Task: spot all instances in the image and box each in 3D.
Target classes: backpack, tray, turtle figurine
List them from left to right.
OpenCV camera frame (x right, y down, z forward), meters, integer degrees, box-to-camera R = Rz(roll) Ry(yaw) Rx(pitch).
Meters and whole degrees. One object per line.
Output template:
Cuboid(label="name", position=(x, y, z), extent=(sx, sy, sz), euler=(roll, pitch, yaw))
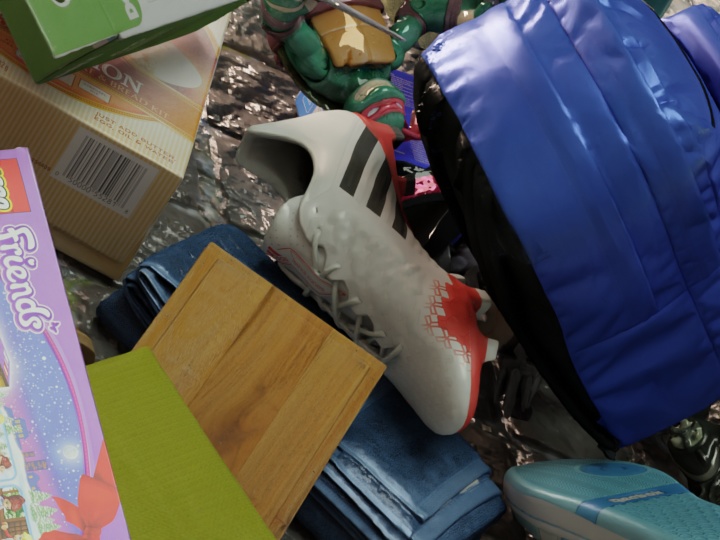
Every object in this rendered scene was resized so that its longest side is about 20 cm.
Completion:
Cuboid(label="tray", position=(-0.072, 0.082, 1.251), extent=(0.098, 0.037, 0.200), euler=(35, 46, -2))
Cuboid(label="turtle figurine", position=(-0.008, -0.137, 1.520), extent=(0.149, 0.101, 0.200), euler=(-2, 56, -46))
Cuboid(label="backpack", position=(0.120, -0.049, 1.373), extent=(0.200, 0.168, 0.163), euler=(54, 3, -48))

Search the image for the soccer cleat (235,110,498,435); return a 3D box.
Cuboid(label="soccer cleat", position=(0.000, 0.000, 1.374), extent=(0.085, 0.069, 0.200), euler=(0, 46, -25))

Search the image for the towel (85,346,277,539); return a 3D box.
Cuboid(label="towel", position=(-0.066, 0.122, 1.189), extent=(0.086, 0.018, 0.200), euler=(-17, 65, -44))

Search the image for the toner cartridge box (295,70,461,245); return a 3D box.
Cuboid(label="toner cartridge box", position=(0.065, -0.051, 1.616), extent=(0.199, 0.043, 0.095), euler=(18, 34, -29))

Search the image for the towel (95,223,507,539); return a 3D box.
Cuboid(label="towel", position=(-0.022, 0.060, 1.369), extent=(0.200, 0.049, 0.112), euler=(43, 30, 11))

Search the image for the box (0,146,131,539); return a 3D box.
Cuboid(label="box", position=(-0.176, 0.050, 1.148), extent=(0.136, 0.039, 0.201), euler=(-6, 62, -22))

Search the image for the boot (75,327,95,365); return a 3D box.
Cuboid(label="boot", position=(-0.215, -0.018, 1.251), extent=(0.201, 0.071, 0.144), euler=(8, 47, -29))

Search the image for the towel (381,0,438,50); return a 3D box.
Cuboid(label="towel", position=(0.067, -0.169, 1.570), extent=(0.036, 0.200, 0.148), euler=(-33, 61, -24))

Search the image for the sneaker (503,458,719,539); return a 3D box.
Cuboid(label="sneaker", position=(0.127, 0.165, 1.354), extent=(0.079, 0.131, 0.200), euler=(-6, 15, -26))

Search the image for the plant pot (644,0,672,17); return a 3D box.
Cuboid(label="plant pot", position=(0.078, -0.227, 1.739), extent=(0.188, 0.201, 0.200), euler=(35, 27, 27))

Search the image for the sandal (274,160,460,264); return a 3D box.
Cuboid(label="sandal", position=(0.025, -0.040, 1.492), extent=(0.075, 0.045, 0.200), euler=(14, 36, 43))

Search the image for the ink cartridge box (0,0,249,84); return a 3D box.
Cuboid(label="ink cartridge box", position=(-0.128, -0.151, 1.360), extent=(0.200, 0.059, 0.104), euler=(-28, 93, -58))

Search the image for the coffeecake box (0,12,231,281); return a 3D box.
Cuboid(label="coffeecake box", position=(-0.153, -0.107, 1.440), extent=(0.153, 0.073, 0.200), euler=(28, 31, -12))

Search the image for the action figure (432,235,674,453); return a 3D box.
Cuboid(label="action figure", position=(0.098, 0.030, 1.519), extent=(0.199, 0.069, 0.130), euler=(20, 41, -19))

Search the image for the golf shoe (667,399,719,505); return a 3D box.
Cuboid(label="golf shoe", position=(0.189, 0.137, 1.448), extent=(0.088, 0.077, 0.200), euler=(56, 35, -39))
